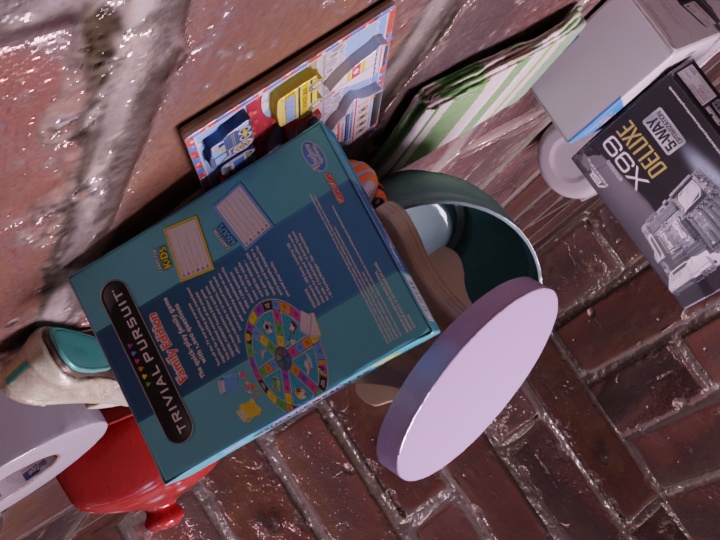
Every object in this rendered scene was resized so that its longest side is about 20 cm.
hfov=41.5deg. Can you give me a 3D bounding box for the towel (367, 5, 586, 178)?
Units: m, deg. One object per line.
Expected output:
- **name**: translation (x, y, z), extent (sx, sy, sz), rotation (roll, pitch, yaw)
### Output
- **towel**: translation (0.101, -0.156, 0.852), extent (0.199, 0.024, 0.153), rotation (-33, 172, -26)

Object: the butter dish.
- **butter dish**: translation (-0.230, 0.207, 1.028), extent (0.198, 0.150, 0.199), rotation (-20, 175, 16)

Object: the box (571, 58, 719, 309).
- **box**: translation (0.326, -0.082, 0.946), extent (0.050, 0.201, 0.158), rotation (-32, 173, -36)

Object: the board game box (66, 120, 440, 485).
- **board game box**: translation (-0.070, 0.022, 0.620), extent (0.198, 0.152, 0.047), rotation (-30, 171, 8)

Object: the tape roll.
- **tape roll**: translation (-0.318, 0.159, 0.807), extent (0.199, 0.067, 0.200), rotation (-33, 172, -5)

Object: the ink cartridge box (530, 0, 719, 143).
- **ink cartridge box**: translation (0.285, -0.224, 0.970), extent (0.199, 0.084, 0.145), rotation (-26, 168, -44)

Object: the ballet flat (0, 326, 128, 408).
- **ballet flat**: translation (-0.222, 0.082, 0.769), extent (0.062, 0.068, 0.200), rotation (-37, 162, 6)

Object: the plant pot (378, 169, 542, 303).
- **plant pot**: translation (0.053, -0.009, 0.874), extent (0.199, 0.200, 0.135), rotation (-37, -150, 16)

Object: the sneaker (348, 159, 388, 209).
- **sneaker**: translation (-0.054, 0.013, 0.716), extent (0.198, 0.078, 0.113), rotation (-31, 133, -6)

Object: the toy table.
- **toy table**: translation (0.047, 0.052, 0.705), extent (0.199, 0.116, 0.186), rotation (-22, 134, -47)

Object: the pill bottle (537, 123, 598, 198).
- **pill bottle**: translation (0.340, -0.176, 1.349), extent (0.199, 0.113, 0.112), rotation (-25, 167, -49)

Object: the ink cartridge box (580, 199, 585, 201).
- **ink cartridge box**: translation (0.569, -0.223, 2.192), extent (0.109, 0.051, 0.199), rotation (-40, 169, 33)

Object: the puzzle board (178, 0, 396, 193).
- **puzzle board**: translation (-0.043, -0.094, 0.644), extent (0.150, 0.018, 0.200), rotation (-34, 172, -9)
